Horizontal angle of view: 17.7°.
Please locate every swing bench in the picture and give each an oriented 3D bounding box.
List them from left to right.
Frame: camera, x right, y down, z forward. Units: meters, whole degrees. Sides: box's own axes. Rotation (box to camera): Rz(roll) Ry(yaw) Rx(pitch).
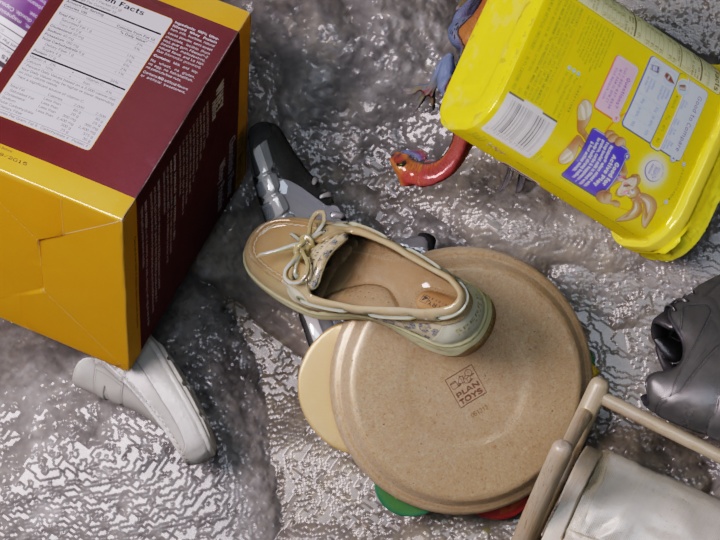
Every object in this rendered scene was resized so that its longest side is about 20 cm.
[{"bbox_3d":[0.200,0.218,1.594,0.199,0.130,0.200,27,117,10],"label":"swing bench"}]

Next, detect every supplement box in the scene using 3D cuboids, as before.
[{"bbox_3d":[-0.179,-0.077,1.637,0.133,0.197,0.200,22,58,10],"label":"supplement box"}]

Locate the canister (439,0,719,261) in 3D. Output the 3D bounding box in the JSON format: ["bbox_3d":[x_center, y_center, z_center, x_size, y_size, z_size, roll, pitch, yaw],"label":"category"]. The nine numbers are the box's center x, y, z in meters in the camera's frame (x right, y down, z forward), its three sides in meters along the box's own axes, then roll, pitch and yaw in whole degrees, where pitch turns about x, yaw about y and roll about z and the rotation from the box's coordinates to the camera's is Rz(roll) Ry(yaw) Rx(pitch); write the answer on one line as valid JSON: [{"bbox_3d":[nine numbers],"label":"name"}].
[{"bbox_3d":[0.169,-0.117,1.640,0.200,0.087,0.149,30,80,-27],"label":"canister"}]

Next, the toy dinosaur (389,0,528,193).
[{"bbox_3d":[0.074,-0.150,1.680,0.105,0.200,0.182,9,43,14],"label":"toy dinosaur"}]

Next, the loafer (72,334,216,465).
[{"bbox_3d":[-0.179,0.070,1.706,0.070,0.070,0.200,-37,68,-7],"label":"loafer"}]

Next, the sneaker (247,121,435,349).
[{"bbox_3d":[-0.007,-0.027,1.710,0.115,0.075,0.200,-19,88,-2],"label":"sneaker"}]

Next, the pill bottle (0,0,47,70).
[{"bbox_3d":[-0.262,-0.192,1.744,0.112,0.112,0.200,29,84,11],"label":"pill bottle"}]

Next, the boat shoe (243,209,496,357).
[{"bbox_3d":[0.000,0.000,1.607,0.200,0.063,0.073,16,73,27],"label":"boat shoe"}]

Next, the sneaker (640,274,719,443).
[{"bbox_3d":[0.255,0.035,1.627,0.091,0.076,0.200,17,46,11],"label":"sneaker"}]

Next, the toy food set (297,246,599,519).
[{"bbox_3d":[0.071,0.083,1.661,0.198,0.049,0.200,44,86,-7],"label":"toy food set"}]
